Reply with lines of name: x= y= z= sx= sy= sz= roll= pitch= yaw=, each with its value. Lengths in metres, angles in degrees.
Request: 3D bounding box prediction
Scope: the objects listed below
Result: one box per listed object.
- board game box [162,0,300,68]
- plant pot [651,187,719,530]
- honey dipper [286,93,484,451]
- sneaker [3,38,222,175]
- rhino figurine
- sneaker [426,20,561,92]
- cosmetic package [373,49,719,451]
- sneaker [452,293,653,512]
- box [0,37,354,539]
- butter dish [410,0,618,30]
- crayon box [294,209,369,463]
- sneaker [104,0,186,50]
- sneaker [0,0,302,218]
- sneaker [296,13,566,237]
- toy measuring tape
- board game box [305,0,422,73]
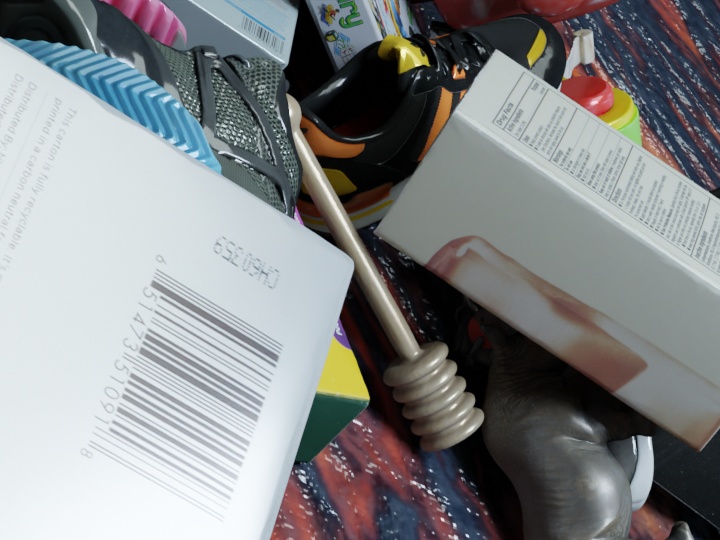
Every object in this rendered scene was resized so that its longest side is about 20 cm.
board game box: x=-0.106 y=-0.190 z=1.294 sx=0.147 sy=0.064 sz=0.200 roll=34 pitch=34 yaw=-18
plant pot: x=0.280 y=0.048 z=1.331 sx=0.200 sy=0.177 sz=0.200 roll=37 pitch=31 yaw=-26
honey dipper: x=0.000 y=0.000 z=1.152 sx=0.200 sy=0.038 sz=0.038 roll=60 pitch=28 yaw=-14
sneaker: x=-0.153 y=-0.049 z=0.982 sx=0.199 sy=0.081 sz=0.077 roll=15 pitch=53 yaw=10
rhino figurine: x=0.110 y=0.088 z=1.181 sx=0.087 sy=0.060 sz=0.200 roll=-18 pitch=69 yaw=-6
sneaker: x=0.074 y=-0.098 z=1.399 sx=0.074 sy=0.080 sz=0.200 roll=11 pitch=23 yaw=-11
cosmetic package: x=0.119 y=-0.011 z=1.160 sx=0.200 sy=0.087 sz=0.103 roll=35 pitch=29 yaw=1
sneaker: x=0.092 y=0.049 z=1.256 sx=0.082 sy=0.077 sz=0.200 roll=-18 pitch=70 yaw=-20
box: x=-0.135 y=0.047 z=0.863 sx=0.200 sy=0.131 sz=0.199 roll=31 pitch=52 yaw=-19
butter dish: x=0.101 y=-0.211 z=1.353 sx=0.200 sy=0.199 sz=0.148 roll=70 pitch=6 yaw=-50
crayon box: x=-0.104 y=-0.012 z=1.089 sx=0.172 sy=0.058 sz=0.200 roll=11 pitch=45 yaw=-41
sneaker: x=-0.178 y=-0.145 z=1.159 sx=0.200 sy=0.079 sz=0.095 roll=16 pitch=30 yaw=-41
sneaker: x=-0.103 y=-0.083 z=1.049 sx=0.199 sy=0.076 sz=0.114 roll=43 pitch=30 yaw=-7
sneaker: x=0.040 y=-0.099 z=1.246 sx=0.200 sy=0.090 sz=0.070 roll=-33 pitch=57 yaw=-24
toy measuring tape: x=0.154 y=-0.106 z=1.485 sx=0.074 sy=0.074 sz=0.200 roll=39 pitch=33 yaw=-8
board game box: x=-0.007 y=-0.172 z=1.318 sx=0.126 sy=0.035 sz=0.200 roll=-90 pitch=161 yaw=-50
